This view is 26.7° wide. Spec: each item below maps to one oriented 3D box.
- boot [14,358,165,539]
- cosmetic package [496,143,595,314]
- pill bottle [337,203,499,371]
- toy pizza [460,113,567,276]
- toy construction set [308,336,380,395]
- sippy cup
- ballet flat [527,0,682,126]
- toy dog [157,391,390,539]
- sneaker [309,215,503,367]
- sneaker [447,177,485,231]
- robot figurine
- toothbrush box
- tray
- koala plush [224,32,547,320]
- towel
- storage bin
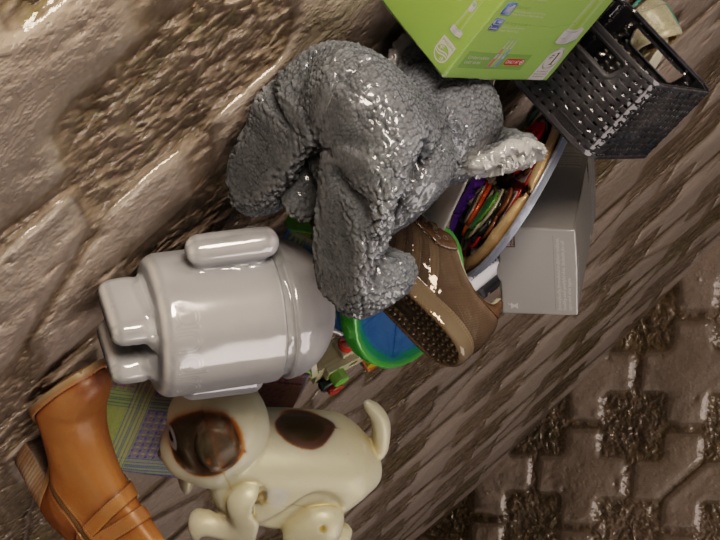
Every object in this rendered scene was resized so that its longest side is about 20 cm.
[{"bbox_3d":[-0.224,0.180,1.305,0.077,0.155,0.200,-24,158,-45],"label":"boot"},{"bbox_3d":[0.196,-0.049,1.585,0.200,0.090,0.107,-73,160,-54],"label":"cosmetic package"},{"bbox_3d":[0.063,0.022,1.642,0.200,0.106,0.106,-39,165,-7],"label":"pill bottle"},{"bbox_3d":[0.142,-0.084,1.470,0.201,0.032,0.200,-58,-173,12],"label":"toy pizza"},{"bbox_3d":[-0.003,0.058,1.518,0.199,0.093,0.131,-12,159,-15],"label":"toy construction set"},{"bbox_3d":[0.000,0.000,1.341,0.139,0.130,0.179,-29,129,-34],"label":"sippy cup"},{"bbox_3d":[0.252,-0.195,1.568,0.200,0.062,0.067,-49,162,30],"label":"ballet flat"},{"bbox_3d":[-0.088,0.168,1.346,0.200,0.140,0.194,32,125,-31],"label":"toy dog"},{"bbox_3d":[0.033,-0.015,1.230,0.075,0.200,0.070,-39,-179,-35],"label":"sneaker"},{"bbox_3d":[0.092,-0.087,1.479,0.099,0.070,0.200,-41,168,-24],"label":"sneaker"},{"bbox_3d":[-0.105,0.036,1.198,0.199,0.113,0.170,-8,136,-18],"label":"robot figurine"},{"bbox_3d":[0.133,-0.237,1.093,0.145,0.086,0.200,-9,147,-51],"label":"toothbrush box"},{"bbox_3d":[0.086,-0.121,1.284,0.108,0.022,0.201,111,-3,-54],"label":"tray"},{"bbox_3d":[0.034,-0.099,1.126,0.199,0.177,0.184,-23,148,-38],"label":"koala plush"},{"bbox_3d":[-0.155,0.138,1.405,0.199,0.023,0.144,8,126,-28],"label":"towel"},{"bbox_3d":[0.225,-0.182,1.397,0.094,0.135,0.200,-46,164,23],"label":"storage bin"}]
